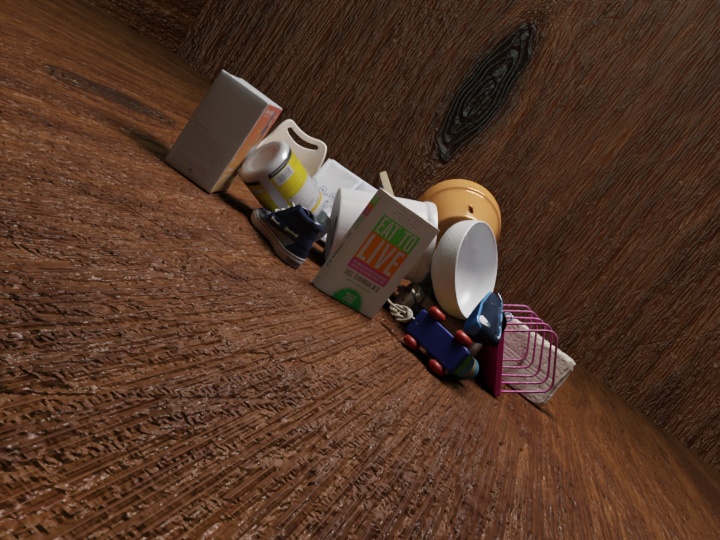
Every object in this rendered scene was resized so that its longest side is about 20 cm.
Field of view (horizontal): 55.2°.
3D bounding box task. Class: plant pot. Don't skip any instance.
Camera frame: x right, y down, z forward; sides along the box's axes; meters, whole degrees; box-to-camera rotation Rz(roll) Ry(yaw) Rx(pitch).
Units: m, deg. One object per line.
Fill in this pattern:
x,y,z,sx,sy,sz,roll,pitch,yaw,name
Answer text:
0.213,-0.083,1.513,0.200,0.200,0.140,35,24,-11,plant pot

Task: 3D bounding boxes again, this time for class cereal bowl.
0.198,-0.003,1.376,0.083,0.201,0.200,6,-10,34,cereal bowl

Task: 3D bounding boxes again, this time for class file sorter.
0.317,0.156,1.421,0.125,0.140,0.200,1,13,-3,file sorter

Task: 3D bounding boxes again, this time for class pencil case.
0.156,0.104,1.412,0.200,0.078,0.089,36,11,-5,pencil case

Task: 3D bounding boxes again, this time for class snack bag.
-0.051,-0.143,1.571,0.200,0.189,0.021,36,-19,17,snack bag

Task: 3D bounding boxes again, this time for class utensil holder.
0.038,-0.076,1.415,0.199,0.171,0.170,11,14,-9,utensil holder

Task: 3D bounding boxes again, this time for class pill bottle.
-0.142,-0.149,1.366,0.200,0.112,0.112,55,-3,-35,pill bottle

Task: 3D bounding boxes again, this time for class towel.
0.367,0.200,1.546,0.200,0.133,0.034,38,8,5,towel

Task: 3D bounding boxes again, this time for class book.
0.025,-0.028,1.198,0.133,0.200,0.048,30,11,-31,book

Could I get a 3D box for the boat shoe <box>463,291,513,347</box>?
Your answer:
0.234,0.100,1.274,0.069,0.084,0.200,37,26,5,boat shoe

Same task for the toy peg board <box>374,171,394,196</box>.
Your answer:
0.062,-0.105,1.742,0.201,0.097,0.200,-102,171,-47,toy peg board

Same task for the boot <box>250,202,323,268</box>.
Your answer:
-0.131,-0.088,1.258,0.073,0.091,0.200,28,12,-41,boot

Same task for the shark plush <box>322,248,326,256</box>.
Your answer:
0.000,0.000,1.521,0.199,0.091,0.083,4,7,-35,shark plush

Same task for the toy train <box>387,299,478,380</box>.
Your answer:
0.130,0.119,1.260,0.200,0.085,0.116,43,1,37,toy train

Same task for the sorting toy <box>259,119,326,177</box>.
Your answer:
-0.180,-0.270,1.714,0.200,0.180,0.107,34,9,-19,sorting toy

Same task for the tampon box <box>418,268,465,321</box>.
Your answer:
0.210,0.074,1.613,0.150,0.126,0.200,35,9,-9,tampon box

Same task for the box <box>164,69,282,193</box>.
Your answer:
-0.257,-0.261,1.315,0.106,0.200,0.152,36,10,-2,box
